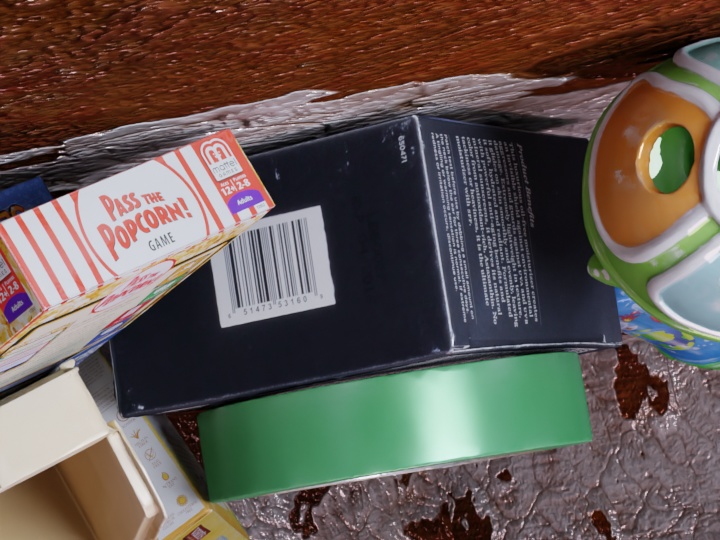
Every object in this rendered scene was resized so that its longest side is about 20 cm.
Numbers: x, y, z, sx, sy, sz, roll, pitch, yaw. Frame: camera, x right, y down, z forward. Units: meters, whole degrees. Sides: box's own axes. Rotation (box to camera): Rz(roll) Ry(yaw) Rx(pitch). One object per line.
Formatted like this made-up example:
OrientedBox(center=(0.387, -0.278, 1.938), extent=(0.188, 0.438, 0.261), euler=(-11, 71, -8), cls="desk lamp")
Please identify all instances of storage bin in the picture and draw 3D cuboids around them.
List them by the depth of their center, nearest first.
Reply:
OrientedBox(center=(-0.210, 0.144, 1.281), extent=(0.200, 0.094, 0.199), euler=(-27, 171, -16), cls="storage bin")

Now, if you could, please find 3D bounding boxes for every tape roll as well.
OrientedBox(center=(0.017, 0.081, 1.328), extent=(0.200, 0.048, 0.200), euler=(-9, 174, -1), cls="tape roll")

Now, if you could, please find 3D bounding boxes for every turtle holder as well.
OrientedBox(center=(0.193, -0.027, 1.156), extent=(0.185, 0.141, 0.132), euler=(35, 173, -2), cls="turtle holder")

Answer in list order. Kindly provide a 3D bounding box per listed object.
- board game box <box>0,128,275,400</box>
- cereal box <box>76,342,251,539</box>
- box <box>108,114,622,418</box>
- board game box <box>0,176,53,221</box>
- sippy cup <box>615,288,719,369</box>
OrientedBox(center=(-0.153, 0.017, 1.213), extent=(0.151, 0.046, 0.200), euler=(-26, 173, -46), cls="board game box")
OrientedBox(center=(-0.137, 0.072, 1.417), extent=(0.039, 0.200, 0.144), euler=(-36, 164, -2), cls="cereal box")
OrientedBox(center=(0.000, 0.000, 1.342), extent=(0.199, 0.124, 0.198), euler=(-12, 173, 29), cls="box")
OrientedBox(center=(-0.247, 0.031, 1.268), extent=(0.200, 0.035, 0.135), euler=(-35, 174, 39), cls="board game box")
OrientedBox(center=(0.177, -0.015, 1.531), extent=(0.130, 0.140, 0.178), euler=(11, 138, -43), cls="sippy cup")
